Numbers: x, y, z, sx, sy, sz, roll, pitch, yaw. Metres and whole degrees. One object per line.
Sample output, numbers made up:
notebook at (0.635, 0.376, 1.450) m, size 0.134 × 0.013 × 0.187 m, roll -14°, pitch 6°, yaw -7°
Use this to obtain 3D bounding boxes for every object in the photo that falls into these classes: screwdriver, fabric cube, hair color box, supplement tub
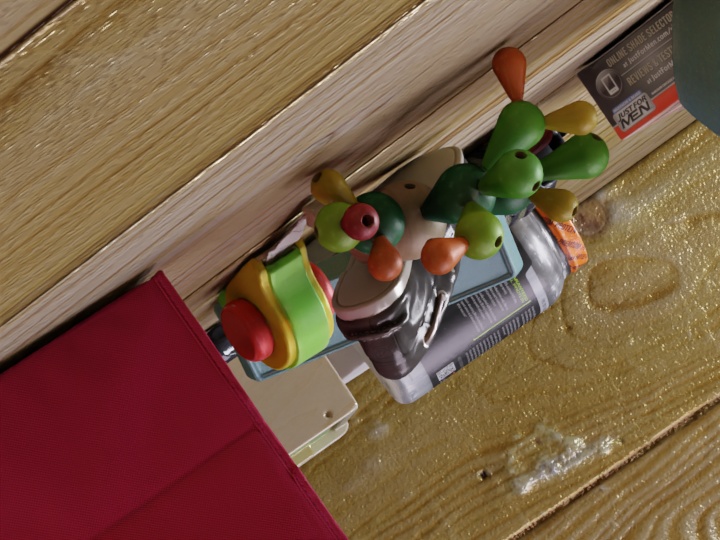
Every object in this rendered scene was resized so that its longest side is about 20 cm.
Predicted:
screwdriver at (-0.129, 0.075, 1.629) m, size 0.029 × 0.028 × 0.200 m, roll -1°, pitch -156°, yaw 39°
fabric cube at (-0.146, 0.154, 1.233) m, size 0.199 × 0.200 × 0.196 m, roll -34°, pitch 175°, yaw -23°
hair color box at (0.251, -0.167, 1.714) m, size 0.111 × 0.064 × 0.200 m, roll -37°, pitch 174°, yaw 32°
supplement tub at (0.082, 0.009, 1.950) m, size 0.200 × 0.123 × 0.123 m, roll -34°, pitch 176°, yaw -6°

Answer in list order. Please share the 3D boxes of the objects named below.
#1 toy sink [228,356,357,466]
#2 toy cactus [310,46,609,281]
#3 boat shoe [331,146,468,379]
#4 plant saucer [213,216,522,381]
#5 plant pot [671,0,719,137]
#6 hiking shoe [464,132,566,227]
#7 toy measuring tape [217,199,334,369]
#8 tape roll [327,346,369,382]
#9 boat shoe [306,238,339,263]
toy sink at (-0.086, 0.114, 1.866) m, size 0.130 × 0.112 × 0.200 m, roll -34°, pitch 176°, yaw -10°
toy cactus at (0.039, -0.043, 1.301) m, size 0.200 × 0.103 × 0.165 m, roll -30°, pitch -177°, yaw -34°
boat shoe at (0.030, -0.006, 1.429) m, size 0.067 × 0.057 × 0.200 m, roll -13°, pitch -153°, yaw 24°
plant saucer at (0.007, 0.014, 1.538) m, size 0.199 × 0.070 × 0.019 m, roll -23°, pitch -142°, yaw 2°
plant pot at (0.262, -0.144, 1.415) m, size 0.134 × 0.201 × 0.200 m, roll 1°, pitch -172°, yaw 18°
hiking shoe at (0.089, -0.060, 1.676) m, size 0.101 × 0.076 × 0.200 m, roll -48°, pitch 178°, yaw 35°
toy measuring tape at (-0.037, 0.015, 1.428) m, size 0.073 × 0.074 × 0.200 m, roll -33°, pitch 176°, yaw -27°
tape roll at (0.031, 0.027, 2.107) m, size 0.202 × 0.071 × 0.202 m, roll -34°, pitch 175°, yaw -3°
boat shoe at (0.000, 0.000, 1.579) m, size 0.200 × 0.066 × 0.072 m, roll -36°, pitch 176°, yaw 15°
